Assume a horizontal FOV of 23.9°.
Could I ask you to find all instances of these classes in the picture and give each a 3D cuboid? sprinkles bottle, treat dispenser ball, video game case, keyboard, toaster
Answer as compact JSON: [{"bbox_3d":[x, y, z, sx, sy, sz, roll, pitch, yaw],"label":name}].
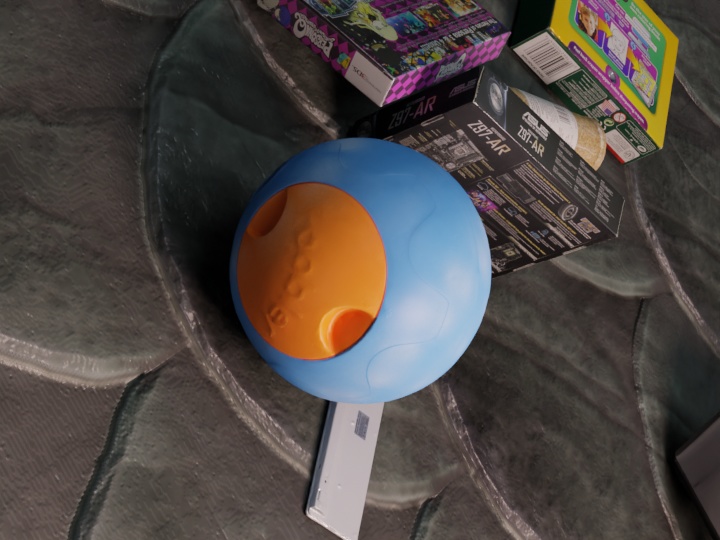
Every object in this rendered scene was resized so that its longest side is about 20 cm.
[{"bbox_3d":[0.155,-0.138,1.643,0.199,0.068,0.069,14,62,-44],"label":"sprinkles bottle"},{"bbox_3d":[0.000,0.000,1.297,0.200,0.200,0.202,24,55,-40],"label":"treat dispenser ball"},{"bbox_3d":[0.012,-0.231,1.488,0.181,0.036,0.200,40,36,16],"label":"video game case"},{"bbox_3d":[-0.005,0.123,1.385,0.056,0.011,0.201,42,45,-35],"label":"keyboard"},{"bbox_3d":[0.420,0.229,1.685,0.180,0.119,0.201,27,25,-32],"label":"toaster"}]

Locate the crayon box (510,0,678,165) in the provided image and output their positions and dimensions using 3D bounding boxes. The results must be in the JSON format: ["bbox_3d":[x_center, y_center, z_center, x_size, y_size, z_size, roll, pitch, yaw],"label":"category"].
[{"bbox_3d":[0.253,-0.242,1.813,0.200,0.058,0.173,41,44,-28],"label":"crayon box"}]

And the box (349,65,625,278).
[{"bbox_3d":[0.108,-0.080,1.489,0.200,0.160,0.044,39,51,-29],"label":"box"}]
